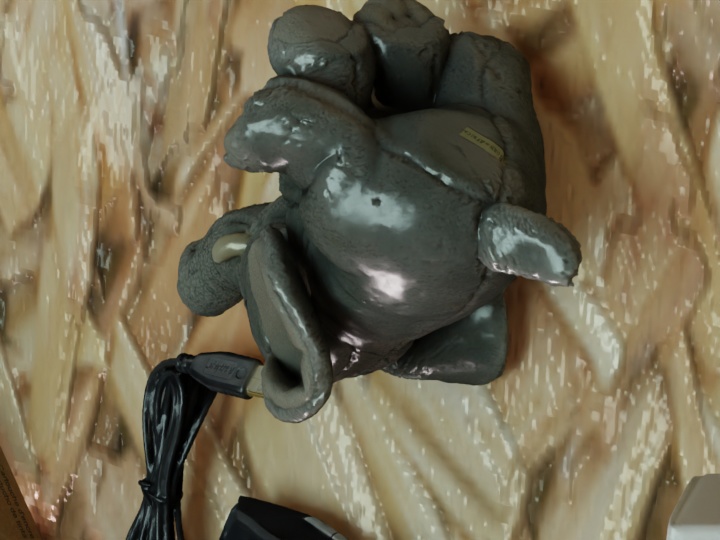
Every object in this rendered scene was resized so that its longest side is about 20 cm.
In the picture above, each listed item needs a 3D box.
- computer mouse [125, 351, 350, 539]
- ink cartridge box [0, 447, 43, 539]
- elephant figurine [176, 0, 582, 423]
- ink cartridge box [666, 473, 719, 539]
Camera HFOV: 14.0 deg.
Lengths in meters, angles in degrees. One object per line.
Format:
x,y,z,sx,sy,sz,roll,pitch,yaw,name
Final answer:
-0.029,0.113,1.286,0.199,0.046,0.142,19,107,46,computer mouse
-0.259,0.112,1.463,0.164,0.075,0.201,-36,71,30,ink cartridge box
0.000,0.000,1.192,0.141,0.156,0.201,16,131,-4,elephant figurine
0.182,0.178,1.020,0.144,0.083,0.202,0,99,14,ink cartridge box
